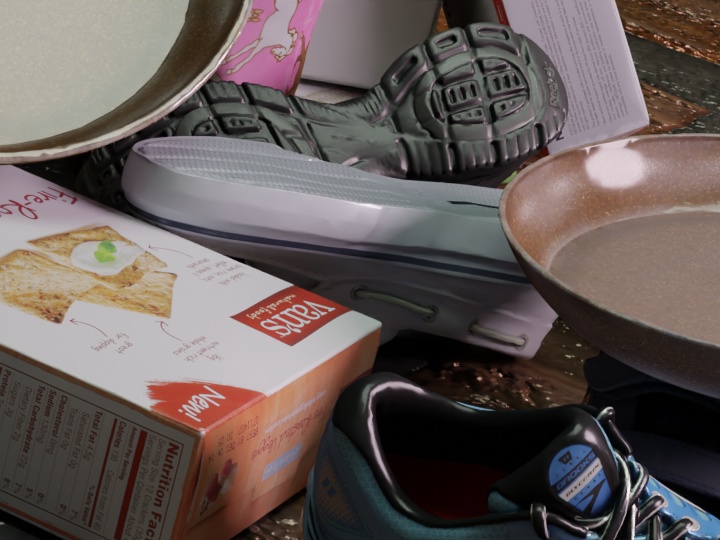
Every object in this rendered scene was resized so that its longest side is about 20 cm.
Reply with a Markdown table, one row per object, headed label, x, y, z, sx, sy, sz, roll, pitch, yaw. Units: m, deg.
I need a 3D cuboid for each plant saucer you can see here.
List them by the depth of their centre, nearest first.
| label | x | y | z | sx | sy | sz | roll | pitch | yaw |
| --- | --- | --- | --- | --- | --- | --- | --- | --- | --- |
| plant saucer | 0.144 | 0.003 | 0.994 | 0.200 | 0.032 | 0.200 | 4 | 23 | -2 |
| plant saucer | -0.136 | -0.116 | 1.027 | 0.200 | 0.032 | 0.201 | 6 | 60 | -11 |

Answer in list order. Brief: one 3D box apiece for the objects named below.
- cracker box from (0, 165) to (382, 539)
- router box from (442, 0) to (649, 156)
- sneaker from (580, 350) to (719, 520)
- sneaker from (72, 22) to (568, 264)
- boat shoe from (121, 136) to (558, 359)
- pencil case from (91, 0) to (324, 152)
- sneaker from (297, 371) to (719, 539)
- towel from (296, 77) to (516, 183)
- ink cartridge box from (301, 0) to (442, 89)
| label | x | y | z | sx | sy | sz | roll | pitch | yaw |
| --- | --- | --- | --- | --- | --- | --- | --- | --- | --- |
| cracker box | -0.111 | 0.020 | 0.965 | 0.200 | 0.058 | 0.134 | 23 | 22 | 18 |
| router box | 0.060 | -0.164 | 1.331 | 0.049 | 0.200 | 0.180 | -20 | 16 | -5 |
| sneaker | 0.102 | 0.063 | 0.982 | 0.078 | 0.080 | 0.200 | 18 | 22 | 4 |
| sneaker | -0.017 | -0.033 | 1.156 | 0.200 | 0.091 | 0.076 | -12 | 69 | -17 |
| boat shoe | 0.000 | 0.000 | 1.070 | 0.200 | 0.067 | 0.074 | 9 | 15 | -31 |
| pencil case | -0.055 | -0.121 | 1.156 | 0.086 | 0.200 | 0.083 | 21 | 37 | 8 |
| sneaker | 0.069 | 0.087 | 0.850 | 0.200 | 0.090 | 0.078 | 18 | 48 | 19 |
| towel | -0.044 | -0.076 | 1.312 | 0.200 | 0.031 | 0.149 | 31 | 28 | 29 |
| ink cartridge box | -0.071 | -0.155 | 1.324 | 0.200 | 0.085 | 0.145 | 9 | 24 | -20 |
